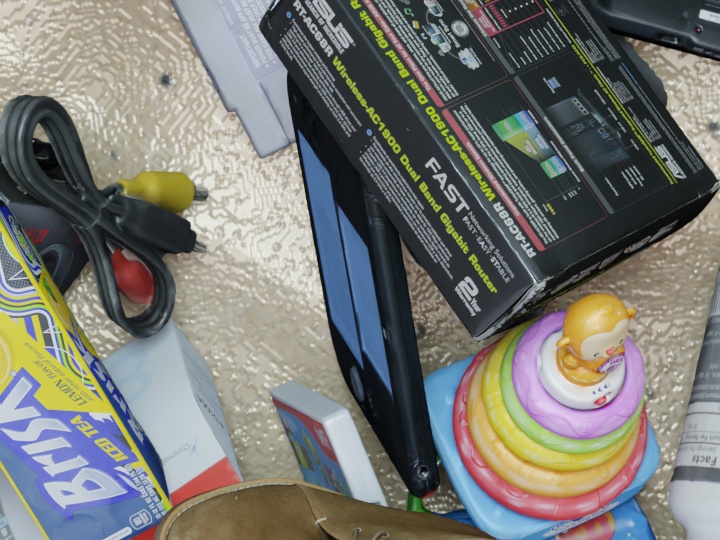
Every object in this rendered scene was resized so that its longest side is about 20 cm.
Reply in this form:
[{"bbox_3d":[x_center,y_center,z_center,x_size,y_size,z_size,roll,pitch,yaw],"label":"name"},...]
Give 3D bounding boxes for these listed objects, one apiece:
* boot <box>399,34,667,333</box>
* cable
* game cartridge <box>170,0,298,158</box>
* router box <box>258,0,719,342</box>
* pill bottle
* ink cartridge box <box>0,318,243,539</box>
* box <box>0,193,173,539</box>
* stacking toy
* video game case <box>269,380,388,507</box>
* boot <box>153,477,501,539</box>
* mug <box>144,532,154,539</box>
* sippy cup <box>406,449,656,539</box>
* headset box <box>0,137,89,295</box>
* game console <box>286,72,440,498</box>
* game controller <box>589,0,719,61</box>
[{"bbox_3d":[0.066,-0.081,1.548,0.165,0.200,0.066,41,139,-5],"label":"boot"},{"bbox_3d":[-0.147,-0.028,1.577,0.050,0.200,0.098,15,81,36],"label":"cable"},{"bbox_3d":[-0.048,-0.177,1.620,0.129,0.038,0.201,-25,99,12],"label":"game cartridge"},{"bbox_3d":[0.065,-0.081,1.461,0.200,0.150,0.062,55,138,10],"label":"router box"},{"bbox_3d":[0.231,0.093,1.585,0.113,0.113,0.201,14,81,1],"label":"pill bottle"},{"bbox_3d":[-0.145,0.129,1.598,0.160,0.200,0.047,-34,118,6],"label":"ink cartridge box"},{"bbox_3d":[-0.172,0.052,1.508,0.070,0.064,0.200,-28,114,2],"label":"box"},{"bbox_3d":[0.109,0.058,1.517,0.116,0.200,0.110,-22,73,-16],"label":"stacking toy"},{"bbox_3d":[0.007,0.162,1.628,0.017,0.143,0.201,-23,99,-11],"label":"video game case"},{"bbox_3d":[-0.008,0.144,1.497,0.199,0.075,0.074,6,82,-27],"label":"boot"},{"bbox_3d":[-0.080,0.181,1.631,0.114,0.152,0.185,-40,96,8],"label":"mug"},{"bbox_3d":[0.104,0.181,1.637,0.130,0.140,0.178,-20,128,-3],"label":"sippy cup"},{"bbox_3d":[-0.229,0.006,1.601,0.077,0.149,0.200,41,101,16],"label":"headset box"},{"bbox_3d":[0.000,0.000,1.564,0.031,0.177,0.201,-13,115,-5],"label":"game console"},{"bbox_3d":[0.202,-0.163,1.583,0.199,0.042,0.105,14,82,-6],"label":"game controller"}]
